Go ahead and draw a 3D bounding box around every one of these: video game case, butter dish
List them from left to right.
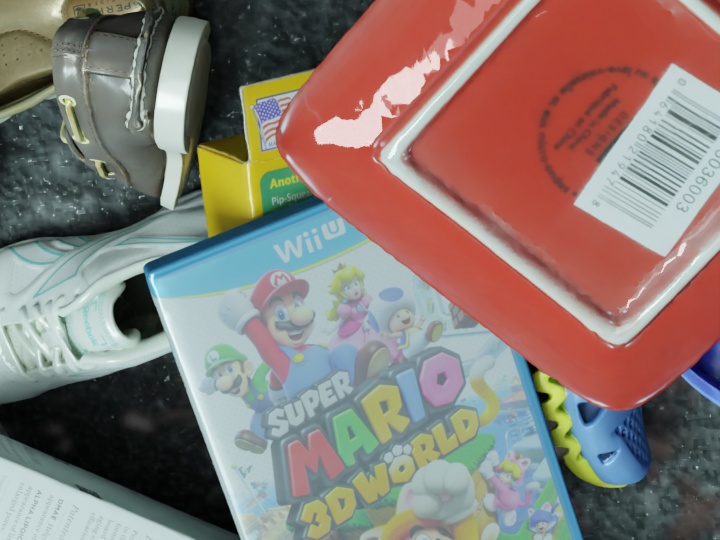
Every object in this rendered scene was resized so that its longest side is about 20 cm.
[{"bbox_3d":[0.005,0.063,1.109,0.142,0.018,0.201,-21,109,-7],"label":"video game case"},{"bbox_3d":[0.096,-0.082,1.042,0.199,0.148,0.200,37,111,-15],"label":"butter dish"}]

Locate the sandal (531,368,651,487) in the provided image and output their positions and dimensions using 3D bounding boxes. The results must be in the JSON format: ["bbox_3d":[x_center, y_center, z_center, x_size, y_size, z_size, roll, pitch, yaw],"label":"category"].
[{"bbox_3d":[0.111,0.001,1.147,0.086,0.080,0.201,-7,108,9],"label":"sandal"}]

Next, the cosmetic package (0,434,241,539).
[{"bbox_3d":[-0.114,0.142,1.182,0.199,0.113,0.082,23,89,-16],"label":"cosmetic package"}]

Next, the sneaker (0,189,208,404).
[{"bbox_3d":[-0.130,0.018,1.195,0.199,0.080,0.071,-22,104,18],"label":"sneaker"}]

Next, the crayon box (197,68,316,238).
[{"bbox_3d":[0.000,0.000,1.144,0.125,0.051,0.202,-15,109,-28],"label":"crayon box"}]

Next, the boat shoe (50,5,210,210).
[{"bbox_3d":[-0.098,-0.071,1.103,0.059,0.200,0.072,11,84,-2],"label":"boat shoe"}]

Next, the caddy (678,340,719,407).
[{"bbox_3d":[0.226,0.043,1.086,0.199,0.141,0.106,11,109,-30],"label":"caddy"}]

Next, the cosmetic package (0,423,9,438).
[{"bbox_3d":[-0.171,0.172,1.267,0.082,0.051,0.201,-25,101,17],"label":"cosmetic package"}]

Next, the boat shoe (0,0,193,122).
[{"bbox_3d":[-0.175,-0.102,1.173,0.199,0.063,0.074,-19,103,16],"label":"boat shoe"}]
